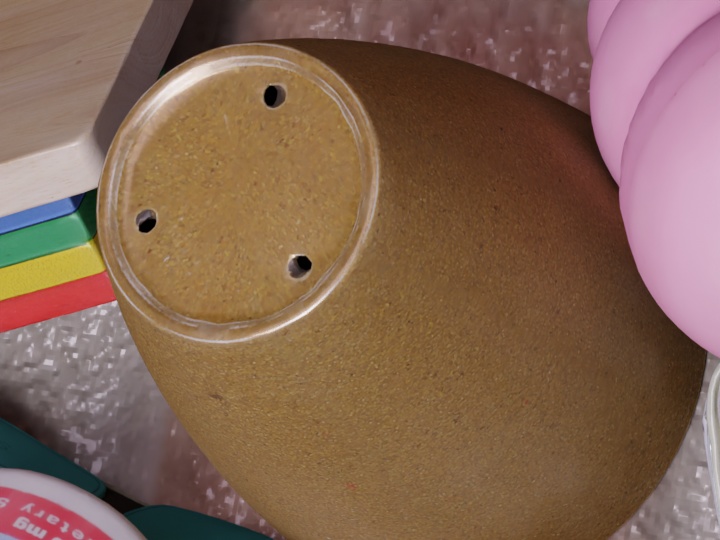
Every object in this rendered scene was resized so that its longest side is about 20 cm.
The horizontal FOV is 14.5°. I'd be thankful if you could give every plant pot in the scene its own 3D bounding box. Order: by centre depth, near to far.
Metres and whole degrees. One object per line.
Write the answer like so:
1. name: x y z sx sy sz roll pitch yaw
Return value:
1. plant pot: 0.000 0.000 0.920 0.185 0.200 0.188 -6 74 19

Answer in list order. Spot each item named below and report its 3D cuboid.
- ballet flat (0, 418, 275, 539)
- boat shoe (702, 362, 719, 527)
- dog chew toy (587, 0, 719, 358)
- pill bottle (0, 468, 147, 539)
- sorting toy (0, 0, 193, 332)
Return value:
1. ballet flat: -0.093 0.106 1.011 0.199 0.069 0.070 24 86 27
2. boat shoe: 0.147 0.119 0.903 0.072 0.062 0.201 -24 68 15
3. dog chew toy: 0.129 -0.053 0.912 0.124 0.125 0.200 -37 34 9
4. pill bottle: -0.141 0.163 0.895 0.108 0.109 0.200 8 38 24
5. sorting toy: -0.147 -0.041 1.013 0.199 0.070 0.199 -16 27 19
